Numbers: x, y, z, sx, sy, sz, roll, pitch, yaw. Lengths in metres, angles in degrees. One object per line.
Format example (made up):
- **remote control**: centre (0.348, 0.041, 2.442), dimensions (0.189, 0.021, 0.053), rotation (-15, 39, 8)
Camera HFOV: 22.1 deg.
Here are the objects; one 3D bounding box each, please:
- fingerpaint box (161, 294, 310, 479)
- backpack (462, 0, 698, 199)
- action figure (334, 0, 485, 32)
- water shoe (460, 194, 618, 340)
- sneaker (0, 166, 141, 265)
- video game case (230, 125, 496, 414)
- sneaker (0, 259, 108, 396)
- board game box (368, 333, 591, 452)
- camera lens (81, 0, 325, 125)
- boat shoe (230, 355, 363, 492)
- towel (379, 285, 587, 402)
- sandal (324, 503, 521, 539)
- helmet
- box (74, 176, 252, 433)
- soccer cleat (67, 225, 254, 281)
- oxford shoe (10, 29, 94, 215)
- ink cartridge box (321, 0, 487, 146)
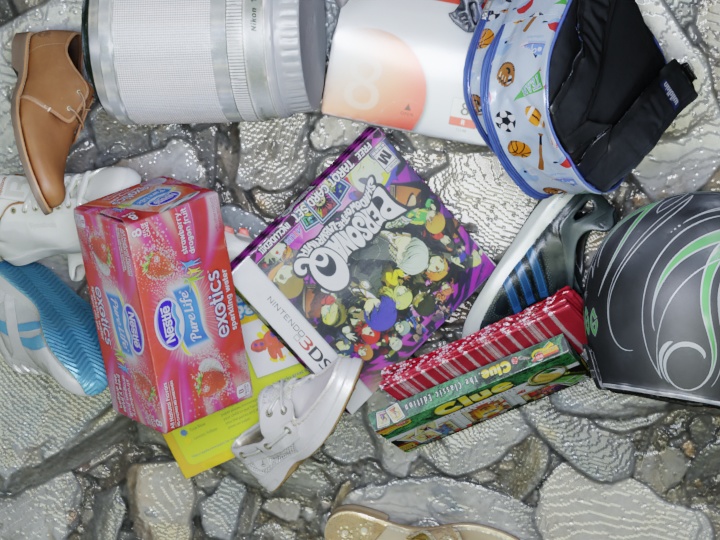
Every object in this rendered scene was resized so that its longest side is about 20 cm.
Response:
- **fingerpaint box**: centre (-0.113, 0.080, 1.780), dimensions (0.199, 0.073, 0.168), rotation (-25, 102, 11)
- **backpack**: centre (0.175, -0.161, 1.597), dimensions (0.153, 0.191, 0.200), rotation (-13, 132, 38)
- **action figure**: centre (0.060, -0.296, 1.612), dimensions (0.192, 0.105, 0.201), rotation (-24, 94, -12)
- **water shoe**: centre (0.165, 0.011, 1.718), dimensions (0.079, 0.071, 0.201), rotation (34, 108, 10)
- **sneaker**: centre (-0.292, -0.060, 1.720), dimensions (0.199, 0.073, 0.085), rotation (-20, 135, 37)
- **video game case**: centre (0.000, 0.000, 1.712), dimensions (0.200, 0.036, 0.181), rotation (-44, 106, -8)
- **sneaker**: centre (-0.294, 0.068, 1.760), dimensions (0.076, 0.200, 0.081), rotation (-2, 121, -36)
- **board game box**: centre (0.115, 0.118, 1.748), dimensions (0.199, 0.105, 0.024), rotation (-23, 64, 12)
- **camera lens**: centre (-0.140, -0.212, 1.651), dimensions (0.198, 0.160, 0.161), rotation (0, 106, 8)
- **boat shoe**: centre (-0.064, 0.133, 1.685), dimensions (0.069, 0.071, 0.200), rotation (34, 134, -6)
- **towel**: centre (0.127, 0.080, 1.727), dimensions (0.199, 0.145, 0.023), rotation (-25, 66, 13)
- **sandal**: centre (0.064, 0.288, 1.819), dimensions (0.210, 0.070, 0.078), rotation (13, 108, 3)
- **helmet**: centre (0.300, 0.023, 1.653), dimensions (0.198, 0.200, 0.192), rotation (9, 86, 5)
- **box**: centre (-0.175, 0.030, 1.647), dimensions (0.099, 0.095, 0.202), rotation (-22, 114, -33)
- **soccer cleat**: centre (-0.187, -0.015, 1.755), dimensions (0.198, 0.069, 0.078), rotation (7, 90, 20)
- **oxford shoe**: centre (-0.278, -0.143, 1.689), dimensions (0.071, 0.201, 0.071), rotation (-10, 150, 5)
- **ink cartridge box**: centre (0.059, -0.226, 1.682), dimensions (0.161, 0.050, 0.202), rotation (11, 110, 3)
